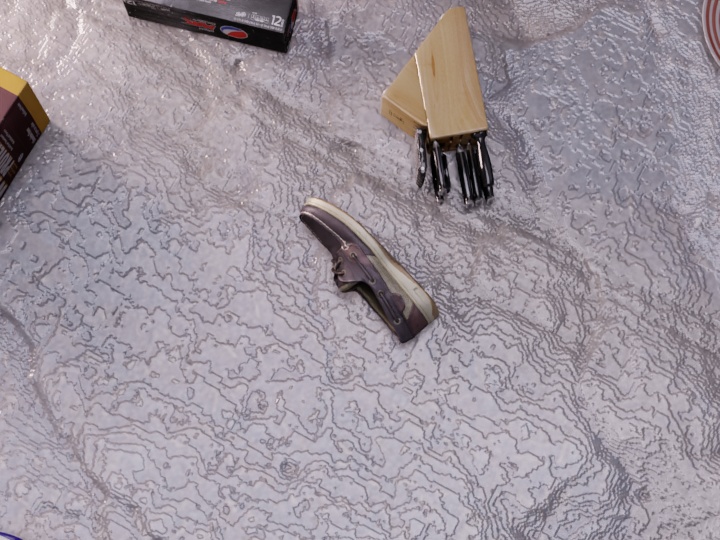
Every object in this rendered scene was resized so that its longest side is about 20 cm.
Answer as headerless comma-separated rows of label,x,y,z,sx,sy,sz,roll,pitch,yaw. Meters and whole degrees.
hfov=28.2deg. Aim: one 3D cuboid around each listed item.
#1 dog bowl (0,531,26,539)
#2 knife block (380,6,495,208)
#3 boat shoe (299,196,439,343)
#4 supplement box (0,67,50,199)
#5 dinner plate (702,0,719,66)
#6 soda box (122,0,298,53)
dog bowl,-0.411,0.376,1.525,0.200,0.079,0.200,0,78,-1
knife block,0.120,-0.180,1.669,0.176,0.064,0.200,35,79,6
boat shoe,0.000,0.000,1.623,0.200,0.072,0.065,44,75,2
supplement box,-0.494,-0.152,1.613,0.197,0.133,0.200,28,78,5
dinner plate,0.508,-0.297,1.723,0.200,0.024,0.200,0,77,-1
soda box,-0.176,-0.317,1.688,0.200,0.071,0.063,14,79,2
